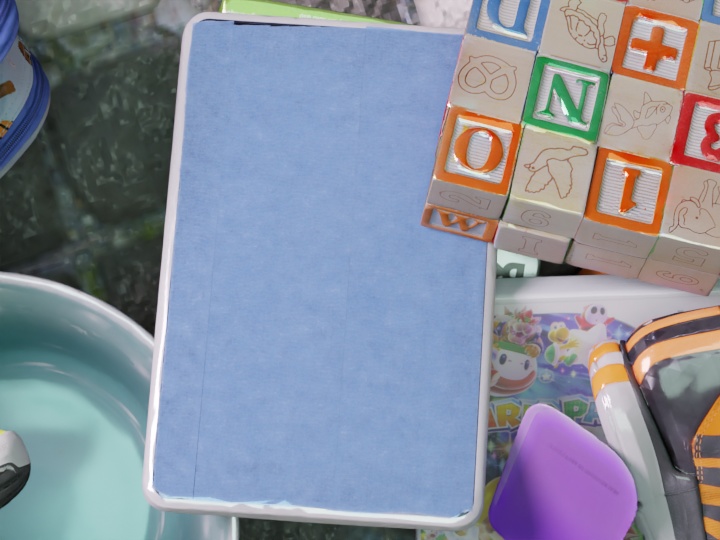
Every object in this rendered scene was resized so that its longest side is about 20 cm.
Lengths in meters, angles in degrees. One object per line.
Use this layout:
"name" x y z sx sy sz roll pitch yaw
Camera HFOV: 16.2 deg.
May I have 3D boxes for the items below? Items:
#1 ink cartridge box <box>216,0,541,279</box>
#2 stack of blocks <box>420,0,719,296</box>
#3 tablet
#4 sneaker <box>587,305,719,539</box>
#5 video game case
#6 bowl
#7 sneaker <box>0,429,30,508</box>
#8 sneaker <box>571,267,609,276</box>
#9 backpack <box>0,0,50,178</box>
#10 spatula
"ink cartridge box" 0.000 0.000 1.048 0.147 0.076 0.201 9 89 -2
"stack of blocks" 0.132 -0.054 0.960 0.199 0.059 0.116 13 73 0
"tablet" -0.012 -0.002 0.976 0.129 0.014 0.201 4 74 1
"sneaker" 0.169 0.100 0.990 0.111 0.078 0.201 -18 118 8
"video game case" 0.093 0.093 1.036 0.142 0.018 0.201 -2 119 -2
"bowl" -0.142 0.100 1.026 0.199 0.105 0.202 0 91 4
"sneaker" -0.221 0.089 0.942 0.199 0.075 0.077 -17 90 3
"sneaker" 0.129 -0.066 1.054 0.112 0.078 0.200 44 88 8
"backpack" -0.214 -0.074 0.985 0.154 0.190 0.200 40 89 -18
"spatula" 0.068 0.135 1.013 0.056 0.201 0.021 34 50 22
